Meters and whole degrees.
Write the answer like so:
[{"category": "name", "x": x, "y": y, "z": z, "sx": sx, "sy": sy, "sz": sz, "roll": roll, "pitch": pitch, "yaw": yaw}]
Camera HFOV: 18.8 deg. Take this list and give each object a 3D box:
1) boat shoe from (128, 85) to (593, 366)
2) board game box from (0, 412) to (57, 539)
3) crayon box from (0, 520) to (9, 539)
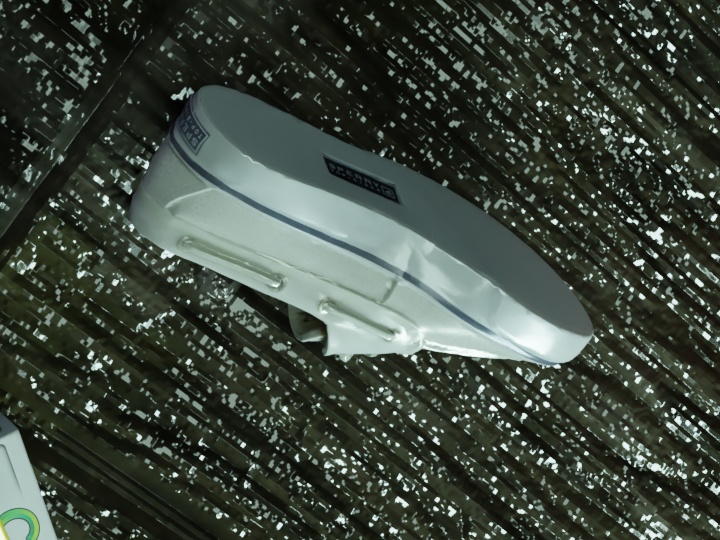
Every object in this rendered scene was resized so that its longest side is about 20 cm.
[{"category": "boat shoe", "x": 0.000, "y": 0.000, "z": 0.850, "sx": 0.200, "sy": 0.071, "sz": 0.070, "roll": 24, "pitch": 117, "yaw": -31}, {"category": "board game box", "x": -0.160, "y": 0.168, "z": 0.820, "sx": 0.126, "sy": 0.035, "sz": 0.200, "roll": -23, "pitch": 110, "yaw": -20}, {"category": "crayon box", "x": -0.189, "y": 0.062, "z": 0.678, "sx": 0.119, "sy": 0.058, "sz": 0.200, "roll": -35, "pitch": 144, "yaw": -20}]
